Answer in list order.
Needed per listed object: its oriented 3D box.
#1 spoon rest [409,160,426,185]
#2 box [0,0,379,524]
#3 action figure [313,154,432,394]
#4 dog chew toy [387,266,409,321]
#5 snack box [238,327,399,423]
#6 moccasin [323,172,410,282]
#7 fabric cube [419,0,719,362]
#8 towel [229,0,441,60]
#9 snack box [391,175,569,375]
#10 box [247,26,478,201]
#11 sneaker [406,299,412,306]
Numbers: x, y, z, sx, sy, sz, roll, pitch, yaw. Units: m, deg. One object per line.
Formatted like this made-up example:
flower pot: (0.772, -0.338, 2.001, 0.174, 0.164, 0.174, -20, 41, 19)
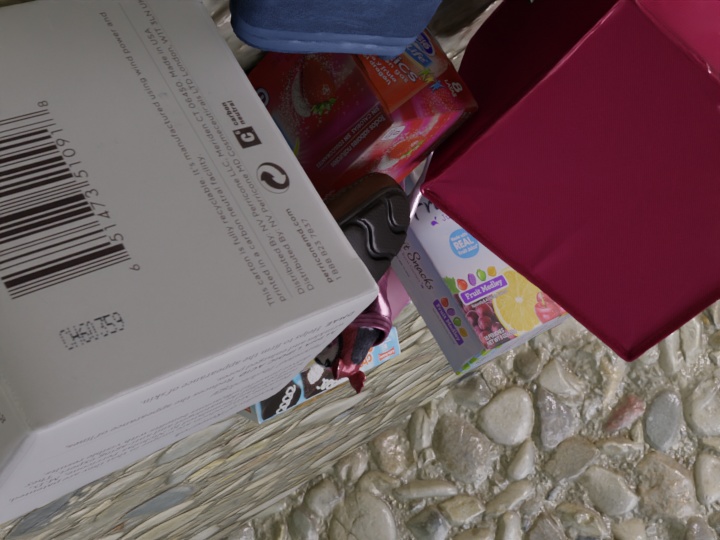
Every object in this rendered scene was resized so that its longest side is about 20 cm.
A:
spoon rest: (0.123, -0.120, 1.120, 0.200, 0.100, 0.061, -31, 171, -22)
box: (-0.136, -0.014, 0.650, 0.199, 0.199, 0.131, -22, 165, -39)
action figure: (0.000, 0.000, 1.035, 0.148, 0.201, 0.134, -9, 154, 7)
dog chew toy: (-0.023, 0.008, 1.226, 0.124, 0.125, 0.200, -28, 175, -14)
snack box: (-0.068, 0.103, 1.499, 0.199, 0.037, 0.116, -24, -157, -33)
moccasin: (-0.056, 0.010, 0.826, 0.201, 0.078, 0.074, -43, 137, 6)
fabric cube: (0.184, -0.104, 0.908, 0.196, 0.200, 0.200, -41, -163, 35)
towel: (0.003, -0.176, 0.668, 0.111, 0.049, 0.200, 0, 157, -18)
snack box: (0.090, -0.028, 1.144, 0.142, 0.201, 0.053, -21, 165, -39)
box: (-0.033, -0.081, 0.884, 0.200, 0.096, 0.100, -41, 166, 37)
sneaker: (0.018, 0.019, 1.443, 0.200, 0.082, 0.088, -35, 166, 18)
